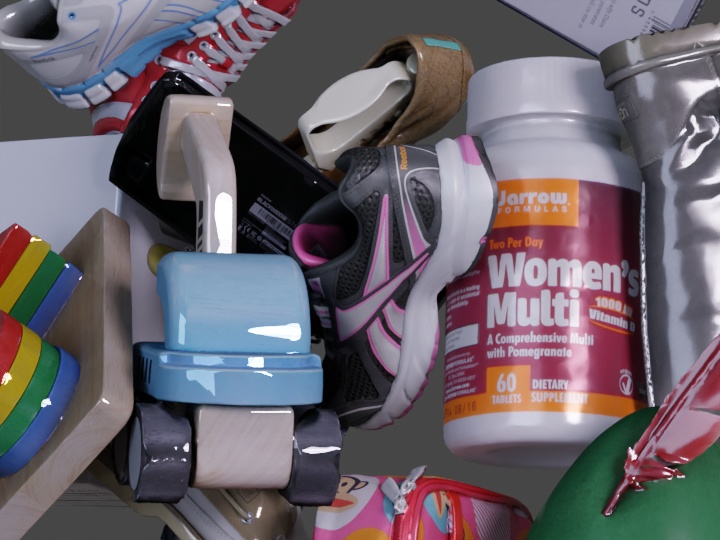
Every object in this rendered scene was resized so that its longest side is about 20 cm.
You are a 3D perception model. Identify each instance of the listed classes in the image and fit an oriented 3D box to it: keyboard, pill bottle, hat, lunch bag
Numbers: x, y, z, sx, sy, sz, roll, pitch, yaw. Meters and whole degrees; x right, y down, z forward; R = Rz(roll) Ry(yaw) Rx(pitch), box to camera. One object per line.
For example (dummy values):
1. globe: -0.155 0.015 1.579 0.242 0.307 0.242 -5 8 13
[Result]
1. keyboard: -0.050 -0.021 1.363 0.200 0.040 0.104 37 111 -3
2. pill bottle: 0.099 -0.002 1.275 0.109 0.109 0.201 -6 75 29
3. hat: 0.126 0.076 1.172 0.199 0.166 0.177 -12 90 -3
4. lunch bag: 0.020 0.202 1.230 0.082 0.176 0.201 -1 78 30

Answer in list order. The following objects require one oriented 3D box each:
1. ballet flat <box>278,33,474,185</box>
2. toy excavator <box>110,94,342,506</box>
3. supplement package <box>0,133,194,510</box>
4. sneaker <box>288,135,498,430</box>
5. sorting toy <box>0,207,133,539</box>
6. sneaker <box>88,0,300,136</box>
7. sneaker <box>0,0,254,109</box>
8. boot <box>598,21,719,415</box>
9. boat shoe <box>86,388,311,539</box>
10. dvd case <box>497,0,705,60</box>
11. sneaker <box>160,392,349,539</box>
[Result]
1. ballet flat: -0.022 -0.065 1.383 0.200 0.072 0.068 -40 61 16
2. toy excavator: -0.070 0.010 1.236 0.099 0.194 0.201 3 91 -13
3. supplement package: -0.179 0.033 1.428 0.155 0.111 0.201 -2 77 30
4. sneaker: 0.000 0.000 1.262 0.081 0.086 0.201 -99 21 -45
5. sorting toy: -0.206 0.070 1.259 0.199 0.069 0.200 -46 23 18
6. sneaker: -0.084 -0.131 1.437 0.199 0.071 0.113 -22 64 32
7. sneaker: -0.130 -0.164 1.384 0.200 0.086 0.075 -35 52 26
8. boot: 0.213 -0.027 1.232 0.181 0.073 0.201 -13 82 -5
9. boat shoe: -0.061 0.124 1.288 0.200 0.075 0.068 39 93 -7
10. dvd case: 0.109 -0.212 1.320 0.199 0.025 0.151 31 108 13
11. sneaker: -0.085 0.130 1.360 0.082 0.070 0.200 37 91 -1
